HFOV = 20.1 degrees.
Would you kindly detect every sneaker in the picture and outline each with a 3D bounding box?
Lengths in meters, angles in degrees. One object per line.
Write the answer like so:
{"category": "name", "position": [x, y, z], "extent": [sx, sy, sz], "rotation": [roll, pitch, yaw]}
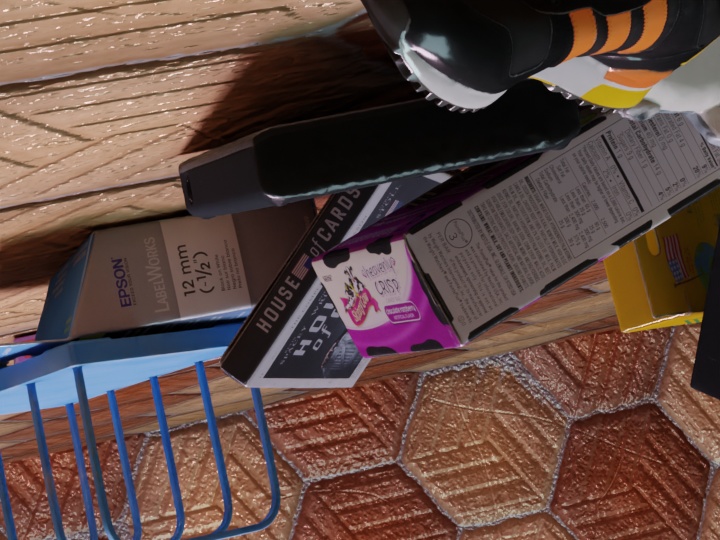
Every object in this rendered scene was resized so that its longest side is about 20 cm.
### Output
{"category": "sneaker", "position": [0.074, -0.104, 0.684], "extent": [0.090, 0.070, 0.200], "rotation": [-35, 163, 28]}

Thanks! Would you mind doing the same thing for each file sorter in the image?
{"category": "file sorter", "position": [-0.161, 0.115, 1.207], "extent": [0.139, 0.123, 0.200], "rotation": [-6, 171, -44]}

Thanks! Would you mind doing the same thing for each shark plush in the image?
{"category": "shark plush", "position": [0.103, -0.088, 0.841], "extent": [0.199, 0.091, 0.083], "rotation": [-15, -155, -30]}

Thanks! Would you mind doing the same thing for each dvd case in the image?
{"category": "dvd case", "position": [0.000, 0.000, 1.150], "extent": [0.151, 0.025, 0.200], "rotation": [-56, 166, 7]}

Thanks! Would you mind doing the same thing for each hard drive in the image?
{"category": "hard drive", "position": [0.002, -0.053, 0.918], "extent": [0.139, 0.033, 0.200], "rotation": [-12, -177, -14]}

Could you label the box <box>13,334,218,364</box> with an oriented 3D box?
{"category": "box", "position": [-0.175, 0.060, 1.613], "extent": [0.199, 0.039, 0.137], "rotation": [-12, 173, -11]}

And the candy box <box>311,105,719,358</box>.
{"category": "candy box", "position": [0.089, -0.034, 0.975], "extent": [0.200, 0.061, 0.136], "rotation": [-30, -175, -19]}

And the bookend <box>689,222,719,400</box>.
{"category": "bookend", "position": [0.289, 0.006, 1.056], "extent": [0.198, 0.200, 0.092], "rotation": [23, -130, 22]}

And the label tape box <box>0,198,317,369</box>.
{"category": "label tape box", "position": [-0.134, 0.013, 1.209], "extent": [0.199, 0.066, 0.143], "rotation": [-8, 172, -20]}

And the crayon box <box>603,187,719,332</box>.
{"category": "crayon box", "position": [0.194, -0.033, 1.207], "extent": [0.051, 0.127, 0.200], "rotation": [-18, 171, 38]}
